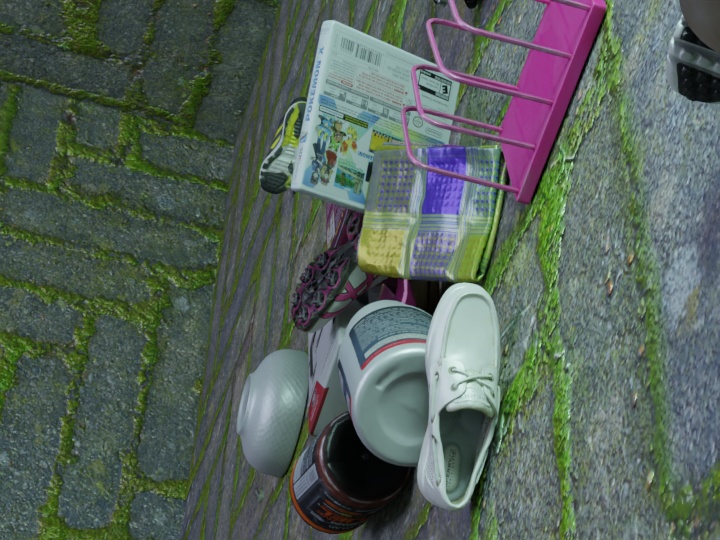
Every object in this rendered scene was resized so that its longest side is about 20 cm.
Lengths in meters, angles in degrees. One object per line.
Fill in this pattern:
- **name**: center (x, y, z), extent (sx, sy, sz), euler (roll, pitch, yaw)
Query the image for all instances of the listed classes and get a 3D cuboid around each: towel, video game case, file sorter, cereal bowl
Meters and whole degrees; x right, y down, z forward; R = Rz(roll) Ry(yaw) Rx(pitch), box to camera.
- **towel**: center (0.068, -0.061, 1.593), extent (0.199, 0.023, 0.145), euler (9, 86, 52)
- **video game case**: center (0.020, -0.152, 1.688), extent (0.022, 0.199, 0.184), euler (4, 81, 48)
- **file sorter**: center (0.122, -0.192, 1.428), extent (0.139, 0.124, 0.201), euler (-96, 22, -58)
- **cereal bowl**: center (-0.143, 0.217, 2.431), extent (0.200, 0.082, 0.202), euler (-167, 90, -80)

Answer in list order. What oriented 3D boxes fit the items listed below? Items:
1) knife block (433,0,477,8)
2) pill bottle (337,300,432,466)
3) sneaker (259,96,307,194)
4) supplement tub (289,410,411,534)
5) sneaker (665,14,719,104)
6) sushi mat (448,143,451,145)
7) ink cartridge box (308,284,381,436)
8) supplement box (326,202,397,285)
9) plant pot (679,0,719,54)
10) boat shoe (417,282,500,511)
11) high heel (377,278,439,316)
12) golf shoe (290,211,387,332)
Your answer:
- **knife block**: center (0.107, -0.371, 1.876), extent (0.200, 0.063, 0.177), euler (138, 144, -72)
- **pill bottle**: center (0.039, 0.100, 1.534), extent (0.200, 0.118, 0.121), euler (-113, 37, -72)
- **sneaker**: center (-0.132, -0.238, 2.969), extent (0.085, 0.074, 0.201), euler (-86, 22, -64)
- **supplement tub**: center (-0.017, 0.227, 1.712), extent (0.200, 0.106, 0.108), euler (124, 156, -65)
- **sneaker**: center (0.249, -0.188, 0.950), extent (0.081, 0.075, 0.201), euler (-69, 3, -50)
- **sushi mat**: center (0.105, -0.075, 1.676), extent (0.200, 0.012, 0.097), euler (-121, 44, -75)
- **ink cartridge box**: center (-0.009, 0.088, 1.885), extent (0.201, 0.082, 0.148), euler (-94, 19, -55)
- **supplement box**: center (0.021, -0.095, 1.890), extent (0.201, 0.102, 0.132), euler (-91, 18, -54)
- **plant pot**: center (0.231, -0.203, 0.788), extent (0.201, 0.198, 0.175), euler (-88, -1, -45)
- **boat shoe**: center (0.095, 0.113, 1.378), extent (0.069, 0.070, 0.202), euler (-173, 87, -78)
- **high heel**: center (0.073, -0.020, 1.660), extent (0.096, 0.067, 0.202), euler (35, 122, 51)
- **golf shoe**: center (0.000, 0.000, 1.779), extent (0.200, 0.092, 0.073), euler (-51, 39, 19)
